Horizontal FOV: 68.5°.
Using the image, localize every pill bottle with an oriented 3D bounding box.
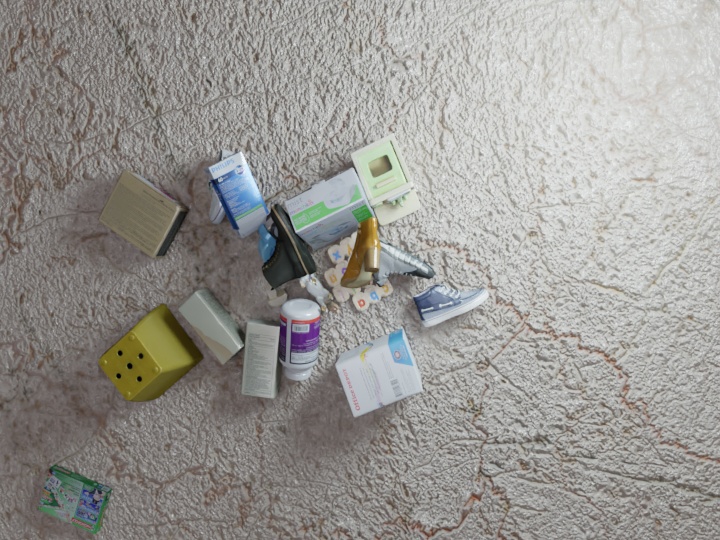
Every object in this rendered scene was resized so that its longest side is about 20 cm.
[{"bbox_3d":[-0.167,0.189,1.445,0.109,0.113,0.207,6,108,4],"label":"pill bottle"}]

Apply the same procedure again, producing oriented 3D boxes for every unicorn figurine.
[{"bbox_3d":[-0.128,0.032,1.446,0.072,0.138,0.205,-23,106,-4],"label":"unicorn figurine"}]

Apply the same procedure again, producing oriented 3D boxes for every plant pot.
[{"bbox_3d":[-0.595,0.243,1.465,0.199,0.176,0.202,-39,90,6],"label":"plant pot"}]

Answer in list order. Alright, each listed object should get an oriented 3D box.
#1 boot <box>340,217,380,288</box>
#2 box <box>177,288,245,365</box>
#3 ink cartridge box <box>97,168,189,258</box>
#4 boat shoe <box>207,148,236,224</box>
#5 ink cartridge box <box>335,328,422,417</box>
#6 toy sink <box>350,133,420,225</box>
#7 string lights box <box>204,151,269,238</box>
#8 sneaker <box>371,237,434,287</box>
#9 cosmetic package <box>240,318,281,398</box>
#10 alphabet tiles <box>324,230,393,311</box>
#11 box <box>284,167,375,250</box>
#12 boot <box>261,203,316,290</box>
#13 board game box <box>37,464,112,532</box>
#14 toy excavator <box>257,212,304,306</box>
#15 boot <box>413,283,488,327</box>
[{"bbox_3d":[0.001,-0.045,1.411,0.069,0.201,0.149,8,67,-24],"label":"boot"},{"bbox_3d":[-0.409,0.154,1.485,0.077,0.095,0.201,-40,88,7],"label":"box"},{"bbox_3d":[-0.610,-0.158,1.490,0.197,0.075,0.167,33,95,3],"label":"ink cartridge box"},{"bbox_3d":[-0.393,-0.234,1.460,0.066,0.073,0.206,18,84,-38],"label":"boat shoe"},{"bbox_3d":[0.051,0.272,1.424,0.195,0.146,0.151,-21,92,6],"label":"ink cartridge box"},{"bbox_3d":[0.070,-0.236,1.406,0.127,0.112,0.205,-22,92,6],"label":"toy sink"},{"bbox_3d":[-0.326,-0.203,1.424,0.101,0.059,0.205,-30,110,-22],"label":"string lights box"},{"bbox_3d":[0.097,0.003,1.431,0.196,0.075,0.118,29,101,13],"label":"sneaker"},{"bbox_3d":[-0.273,0.246,1.489,0.102,0.071,0.207,8,95,5],"label":"cosmetic package"},{"bbox_3d":[0.000,0.000,1.477,0.197,0.015,0.199,-30,90,6],"label":"alphabet tiles"},{"bbox_3d":[-0.074,-0.158,1.384,0.195,0.177,0.099,-24,75,5],"label":"box"},{"bbox_3d":[-0.213,-0.051,1.343,0.135,0.078,0.204,-25,110,6],"label":"boot"},{"bbox_3d":[-0.861,0.689,1.593,0.195,0.029,0.138,21,96,3],"label":"board game box"},{"bbox_3d":[-0.232,-0.026,1.443,0.200,0.100,0.194,-45,122,4],"label":"toy excavator"},{"bbox_3d":[0.242,0.073,1.430,0.195,0.073,0.092,-25,97,7],"label":"boot"}]
